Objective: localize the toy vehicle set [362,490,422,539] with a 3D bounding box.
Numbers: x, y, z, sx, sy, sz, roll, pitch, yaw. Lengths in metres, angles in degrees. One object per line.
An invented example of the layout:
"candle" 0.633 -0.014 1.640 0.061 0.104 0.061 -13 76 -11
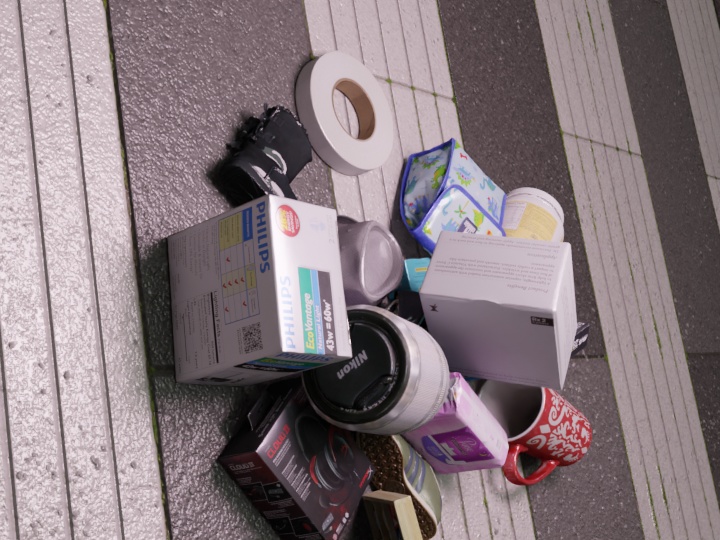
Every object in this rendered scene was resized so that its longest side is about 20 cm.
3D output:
"toy vehicle set" 0.062 0.409 1.467 0.026 0.124 0.200 -15 86 -21

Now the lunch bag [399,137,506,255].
"lunch bag" 0.154 -0.092 1.770 0.170 0.127 0.200 42 47 -32

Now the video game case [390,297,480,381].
"video game case" 0.131 0.109 1.670 0.200 0.018 0.143 -2 78 -47

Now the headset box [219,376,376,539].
"headset box" -0.085 0.249 1.390 0.200 0.075 0.149 56 41 -19

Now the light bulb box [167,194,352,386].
"light bulb box" -0.130 0.031 1.321 0.125 0.200 0.198 9 69 -47

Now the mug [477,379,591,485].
"mug" 0.295 0.278 1.821 0.200 0.133 0.178 33 88 -44

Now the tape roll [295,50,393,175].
"tape roll" -0.023 -0.253 1.695 0.203 0.037 0.203 21 61 -44

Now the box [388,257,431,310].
"box" 0.098 0.082 1.698 0.082 0.049 0.200 -5 80 -51

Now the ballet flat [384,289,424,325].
"ballet flat" 0.037 0.114 1.551 0.073 0.073 0.200 39 67 -35

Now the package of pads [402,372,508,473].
"package of pads" 0.133 0.233 1.591 0.200 0.120 0.076 50 37 -45

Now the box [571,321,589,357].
"box" 0.280 0.121 1.811 0.200 0.161 0.049 -25 124 -53

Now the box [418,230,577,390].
"box" 0.209 0.059 1.561 0.200 0.199 0.131 73 31 -47

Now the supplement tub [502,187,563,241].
"supplement tub" 0.283 -0.042 1.892 0.145 0.145 0.200 53 42 -22

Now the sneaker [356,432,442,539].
"sneaker" 0.062 0.296 1.568 0.200 0.067 0.090 61 23 -4

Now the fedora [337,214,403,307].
"fedora" 0.000 0.000 1.578 0.177 0.090 0.200 51 43 -24

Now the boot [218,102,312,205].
"boot" -0.111 -0.129 1.517 0.198 0.073 0.163 52 39 -23

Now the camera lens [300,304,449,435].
"camera lens" 0.024 0.137 1.398 0.200 0.160 0.160 29 52 -67
